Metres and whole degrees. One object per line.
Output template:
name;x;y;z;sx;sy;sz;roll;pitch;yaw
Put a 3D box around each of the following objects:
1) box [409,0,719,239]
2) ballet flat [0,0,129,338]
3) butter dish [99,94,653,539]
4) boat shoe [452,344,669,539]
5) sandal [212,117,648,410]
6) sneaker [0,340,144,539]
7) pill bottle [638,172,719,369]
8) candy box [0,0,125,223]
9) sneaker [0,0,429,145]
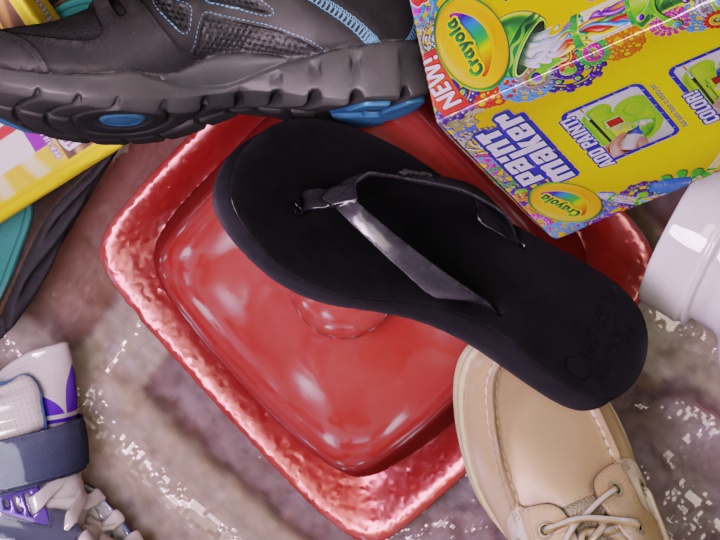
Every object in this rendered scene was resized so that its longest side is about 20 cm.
box;0.121;-0.153;1.239;0.192;0.122;0.201;-23;58;18
ballet flat;-0.143;-0.053;1.355;0.073;0.073;0.201;32;116;3
butter dish;0.000;0.000;1.317;0.200;0.148;0.200;-43;89;9
boat shoe;0.100;0.115;1.286;0.072;0.065;0.201;-24;104;-12
sandal;0.035;-0.010;1.236;0.199;0.043;0.076;23;61;-16
sneaker;-0.132;0.111;1.376;0.199;0.081;0.147;16;101;10
pill bottle;0.226;0.026;1.305;0.199;0.112;0.112;30;98;12
candy box;-0.193;-0.114;1.289;0.102;0.026;0.200;-30;102;24
sneaker;-0.072;-0.099;1.250;0.199;0.073;0.083;-3;81;-9
